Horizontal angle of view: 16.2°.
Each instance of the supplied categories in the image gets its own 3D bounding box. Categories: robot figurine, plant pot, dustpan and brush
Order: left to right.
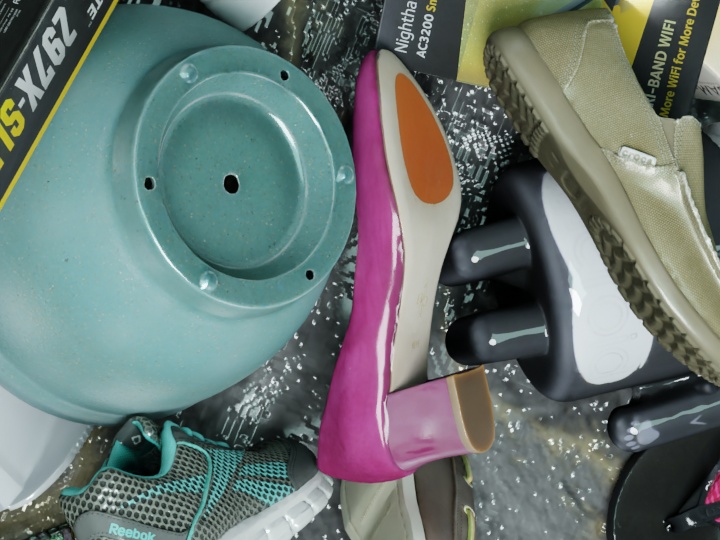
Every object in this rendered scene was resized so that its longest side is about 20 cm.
[{"bbox_3d":[-0.147,-0.001,1.221,0.140,0.057,0.200,51,51,-27],"label":"dustpan and brush"},{"bbox_3d":[-0.085,-0.033,1.163,0.200,0.134,0.201,6,80,-35],"label":"plant pot"},{"bbox_3d":[0.137,-0.004,1.264,0.199,0.125,0.151,-13,127,-12],"label":"robot figurine"}]

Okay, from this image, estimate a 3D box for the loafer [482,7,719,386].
[{"bbox_3d":[0.134,-0.038,1.162,0.067,0.076,0.200,-33,92,-6],"label":"loafer"}]

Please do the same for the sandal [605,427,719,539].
[{"bbox_3d":[0.222,0.107,1.332,0.199,0.045,0.075,-17,99,-12],"label":"sandal"}]

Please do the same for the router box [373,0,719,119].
[{"bbox_3d":[0.101,-0.180,1.191,0.156,0.052,0.201,12,116,0],"label":"router box"}]

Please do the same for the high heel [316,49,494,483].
[{"bbox_3d":[0.000,0.000,1.206,0.067,0.096,0.201,2,77,-57],"label":"high heel"}]

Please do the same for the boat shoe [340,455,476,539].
[{"bbox_3d":[0.032,0.146,1.221,0.059,0.200,0.072,20,119,-18],"label":"boat shoe"}]

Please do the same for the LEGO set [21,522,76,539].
[{"bbox_3d":[-0.156,0.193,1.211,0.199,0.116,0.155,-10,97,-13],"label":"LEGO set"}]

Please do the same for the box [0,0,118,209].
[{"bbox_3d":[-0.205,-0.102,1.114,0.159,0.049,0.201,15,66,25],"label":"box"}]

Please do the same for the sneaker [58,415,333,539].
[{"bbox_3d":[-0.077,0.103,1.192,0.077,0.200,0.091,-31,92,21],"label":"sneaker"}]

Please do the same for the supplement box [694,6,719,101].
[{"bbox_3d":[0.152,-0.195,1.272,0.200,0.074,0.126,40,86,-14],"label":"supplement box"}]

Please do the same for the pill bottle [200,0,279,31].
[{"bbox_3d":[-0.108,-0.207,1.188,0.200,0.113,0.113,39,86,-14],"label":"pill bottle"}]
